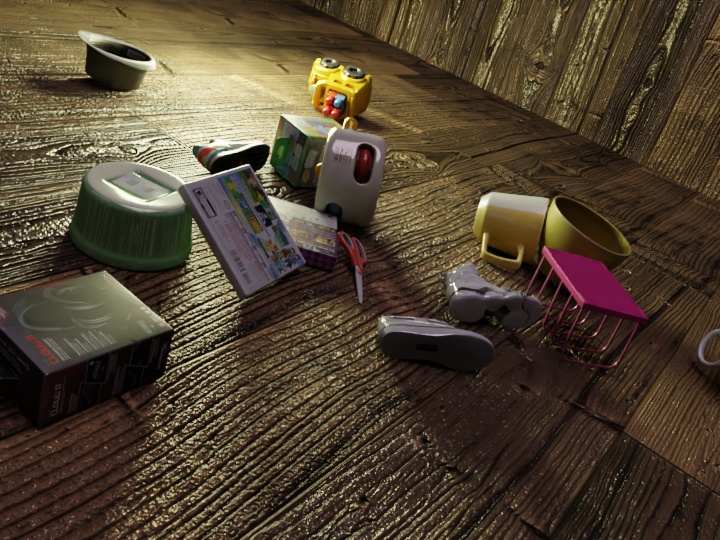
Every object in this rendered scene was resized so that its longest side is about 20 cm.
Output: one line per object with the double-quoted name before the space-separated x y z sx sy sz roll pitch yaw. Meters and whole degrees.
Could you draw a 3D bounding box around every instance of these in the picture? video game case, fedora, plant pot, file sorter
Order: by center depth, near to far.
"video game case" -0.192 -0.070 1.209 0.203 0.022 0.182 59 33 -1
"video game case" -0.139 -0.079 1.375 0.195 0.037 0.183 15 27 -10
"file sorter" 0.414 0.072 1.376 0.135 0.128 0.201 12 28 -16
"plant pot" 0.470 -0.044 1.599 0.196 0.144 0.202 23 29 -14
"fedora" -0.611 -0.510 1.802 0.197 0.092 0.177 2 32 -45

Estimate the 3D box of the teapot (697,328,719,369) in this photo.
"teapot" 0.743 0.197 1.362 0.199 0.145 0.199 54 13 11

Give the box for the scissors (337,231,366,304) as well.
"scissors" 0.000 0.000 1.340 0.073 0.014 0.202 36 24 -40

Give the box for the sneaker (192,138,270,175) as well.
"sneaker" -0.280 -0.260 1.580 0.093 0.071 0.198 36 33 19

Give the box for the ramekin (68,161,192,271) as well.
"ramekin" -0.361 -0.094 1.173 0.195 0.100 0.201 16 26 -8

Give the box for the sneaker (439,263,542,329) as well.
"sneaker" 0.241 0.044 1.363 0.195 0.077 0.116 6 32 -20

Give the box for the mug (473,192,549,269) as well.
"mug" 0.334 -0.104 1.644 0.149 0.153 0.186 16 18 12

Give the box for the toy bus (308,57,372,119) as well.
"toy bus" -0.085 -0.531 2.198 0.196 0.138 0.193 22 42 10

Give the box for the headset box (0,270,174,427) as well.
"headset box" -0.348 0.087 0.864 0.147 0.079 0.198 33 27 25

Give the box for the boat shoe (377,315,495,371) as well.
"boat shoe" 0.121 0.106 1.163 0.195 0.075 0.066 14 30 -15

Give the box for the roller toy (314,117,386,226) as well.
"roller toy" -0.027 -0.196 1.497 0.136 0.204 0.184 12 28 -4

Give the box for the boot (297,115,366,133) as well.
"boot" -0.087 -0.357 1.902 0.152 0.075 0.202 31 29 27

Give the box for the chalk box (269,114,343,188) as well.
"chalk box" -0.123 -0.269 1.650 0.196 0.127 0.124 -3 34 -41
